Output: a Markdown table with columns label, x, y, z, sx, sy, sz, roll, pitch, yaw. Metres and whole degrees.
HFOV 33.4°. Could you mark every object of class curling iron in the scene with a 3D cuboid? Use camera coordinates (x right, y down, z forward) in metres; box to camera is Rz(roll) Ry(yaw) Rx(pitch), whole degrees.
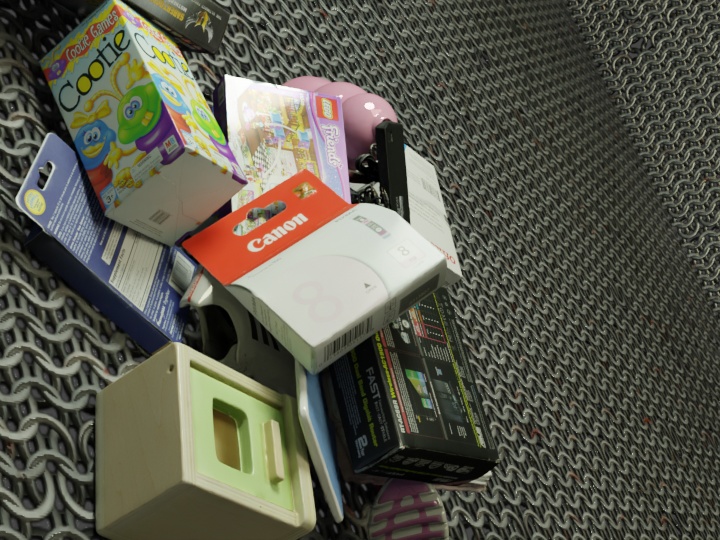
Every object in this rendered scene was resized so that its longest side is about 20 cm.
| label | x | y | z | sx | sy | sz | roll | pitch | yaw |
| --- | --- | --- | --- | --- | --- | --- | --- | --- | --- |
| curling iron | -0.049 | -0.120 | 1.305 | 0.198 | 0.050 | 0.026 | 2 | 31 | -36 |

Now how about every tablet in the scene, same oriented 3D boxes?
| label | x | y | z | sx | sy | sz | roll | pitch | yaw |
| --- | --- | --- | --- | --- | --- | --- | --- | --- | --- |
| tablet | -0.042 | 0.119 | 1.100 | 0.201 | 0.013 | 0.131 | -98 | 173 | -58 |

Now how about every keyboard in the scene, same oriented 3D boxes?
| label | x | y | z | sx | sy | sz | roll | pitch | yaw |
| --- | --- | --- | --- | --- | --- | --- | --- | --- | --- |
| keyboard | 0.025 | -0.062 | 1.313 | 0.104 | 0.039 | 0.203 | -9 | 95 | -71 |

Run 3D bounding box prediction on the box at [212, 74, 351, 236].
| label | x | y | z | sx | sy | sz | roll | pitch | yaw |
| --- | --- | --- | --- | --- | --- | --- | --- | --- | --- |
| box | -0.078 | -0.093 | 1.225 | 0.135 | 0.039 | 0.202 | 7 | 65 | -27 |

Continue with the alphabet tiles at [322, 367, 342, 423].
| label | x | y | z | sx | sy | sz | roll | pitch | yaw |
| --- | --- | --- | --- | --- | --- | --- | --- | --- | --- |
| alphabet tiles | 0.015 | 0.111 | 1.212 | 0.199 | 0.014 | 0.198 | 19 | 53 | -58 |

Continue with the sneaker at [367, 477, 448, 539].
| label | x | y | z | sx | sy | sz | roll | pitch | yaw |
| --- | --- | --- | --- | --- | --- | --- | --- | --- | --- |
| sneaker | 0.056 | 0.284 | 1.190 | 0.089 | 0.079 | 0.203 | -71 | 152 | -71 |

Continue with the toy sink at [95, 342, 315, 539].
| label | x | y | z | sx | sy | sz | roll | pitch | yaw |
| --- | --- | --- | --- | --- | --- | --- | --- | --- | --- |
| toy sink | -0.112 | 0.168 | 1.008 | 0.199 | 0.111 | 0.131 | 34 | 34 | -41 |

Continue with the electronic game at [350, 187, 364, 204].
| label | x | y | z | sx | sy | sz | roll | pitch | yaw |
| --- | --- | --- | --- | --- | --- | --- | --- | --- | --- |
| electronic game | 0.000 | 0.000 | 1.323 | 0.200 | 0.041 | 0.202 | 43 | 37 | -43 |

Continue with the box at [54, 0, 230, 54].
| label | x | y | z | sx | sy | sz | roll | pitch | yaw |
| --- | --- | --- | --- | --- | --- | --- | --- | --- | --- |
| box | -0.254 | -0.286 | 1.214 | 0.199 | 0.157 | 0.049 | 27 | 80 | -48 |

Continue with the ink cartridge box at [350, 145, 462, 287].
| label | x | y | z | sx | sy | sz | roll | pitch | yaw |
| --- | --- | --- | --- | --- | --- | --- | --- | --- | --- |
| ink cartridge box | 0.046 | -0.076 | 1.592 | 0.146 | 0.085 | 0.202 | 32 | 37 | -42 |

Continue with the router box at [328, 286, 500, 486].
| label | x | y | z | sx | sy | sz | roll | pitch | yaw |
| --- | --- | --- | --- | --- | --- | --- | --- | --- | --- |
| router box | 0.041 | 0.099 | 1.143 | 0.149 | 0.062 | 0.202 | 18 | 47 | -45 |

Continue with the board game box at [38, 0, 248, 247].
| label | x | y | z | sx | sy | sz | roll | pitch | yaw |
| --- | --- | --- | --- | --- | --- | --- | --- | --- | --- |
| board game box | -0.207 | -0.142 | 1.141 | 0.105 | 0.103 | 0.201 | 28 | 28 | -58 |

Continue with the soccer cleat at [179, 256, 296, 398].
| label | x | y | z | sx | sy | sz | roll | pitch | yaw |
| --- | --- | --- | --- | --- | --- | --- | --- | --- | --- |
| soccer cleat | -0.109 | 0.078 | 1.158 | 0.085 | 0.068 | 0.201 | -54 | 129 | -42 |

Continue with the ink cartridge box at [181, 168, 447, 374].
| label | x | y | z | sx | sy | sz | roll | pitch | yaw |
| --- | --- | --- | --- | --- | --- | --- | --- | --- | --- |
| ink cartridge box | -0.045 | -0.017 | 1.095 | 0.162 | 0.057 | 0.200 | -33 | 62 | -27 |

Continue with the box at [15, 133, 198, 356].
| label | x | y | z | sx | sy | sz | roll | pitch | yaw |
| --- | --- | --- | --- | --- | --- | --- | --- | --- | --- |
| box | -0.233 | -0.023 | 1.095 | 0.200 | 0.032 | 0.122 | 47 | 27 | -27 |

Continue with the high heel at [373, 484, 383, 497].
| label | x | y | z | sx | sy | sz | roll | pitch | yaw |
| --- | --- | --- | --- | --- | --- | --- | --- | --- | --- |
| high heel | 0.056 | 0.182 | 1.341 | 0.096 | 0.067 | 0.201 | 54 | 27 | -34 |

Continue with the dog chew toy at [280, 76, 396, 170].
| label | x | y | z | sx | sy | sz | roll | pitch | yaw |
| --- | --- | --- | --- | --- | --- | --- | --- | --- | --- |
| dog chew toy | -0.031 | -0.169 | 1.426 | 0.123 | 0.199 | 0.126 | -4 | 97 | -38 |

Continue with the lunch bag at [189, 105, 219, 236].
| label | x | y | z | sx | sy | sz | roll | pitch | yaw |
| --- | --- | --- | --- | --- | --- | --- | --- | --- | --- |
| lunch bag | -0.114 | -0.069 | 1.306 | 0.200 | 0.082 | 0.162 | 40 | 36 | -32 |

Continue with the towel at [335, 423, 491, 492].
| label | x | y | z | sx | sy | sz | roll | pitch | yaw |
| --- | --- | --- | --- | --- | --- | --- | --- | --- | --- |
| towel | 0.038 | 0.150 | 1.305 | 0.198 | 0.032 | 0.192 | 11 | 42 | -36 |
